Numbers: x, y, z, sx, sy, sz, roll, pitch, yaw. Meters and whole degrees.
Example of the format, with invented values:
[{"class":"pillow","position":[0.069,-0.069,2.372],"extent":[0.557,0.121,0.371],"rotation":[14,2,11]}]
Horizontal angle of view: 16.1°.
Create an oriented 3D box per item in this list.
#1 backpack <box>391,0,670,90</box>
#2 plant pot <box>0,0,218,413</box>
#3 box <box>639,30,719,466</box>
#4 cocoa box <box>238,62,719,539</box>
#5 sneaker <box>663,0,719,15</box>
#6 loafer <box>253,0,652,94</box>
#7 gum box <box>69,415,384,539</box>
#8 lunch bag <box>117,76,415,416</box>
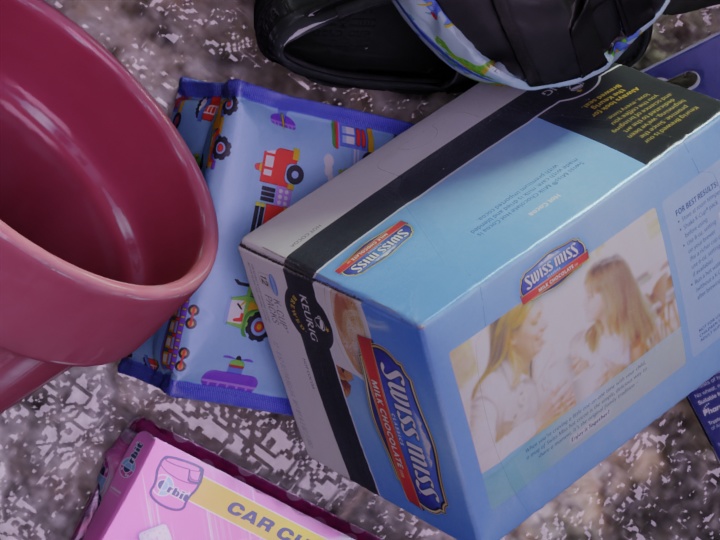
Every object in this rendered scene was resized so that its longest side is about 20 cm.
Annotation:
[{"class":"backpack","position":[0.058,-0.176,1.138],"extent":[0.163,0.154,0.200],"rotation":[-38,94,-14]},{"class":"plant pot","position":[-0.194,-0.010,1.147],"extent":[0.200,0.200,0.179],"rotation":[39,117,-13]},{"class":"box","position":[0.191,-0.015,1.284],"extent":[0.121,0.032,0.200],"rotation":[-26,96,15]},{"class":"cocoa box","position":[0.072,0.007,1.172],"extent":[0.200,0.131,0.134],"rotation":[-34,127,-26]},{"class":"sneaker","position":[0.235,-0.151,1.242],"extent":[0.200,0.071,0.099],"rotation":[-27,68,-23]},{"class":"loafer","position":[0.048,-0.113,1.245],"extent":[0.200,0.070,0.068],"rotation":[1,121,-11]},{"class":"gum box","position":[-0.056,0.165,1.260],"extent":[0.200,0.066,0.114],"rotation":[28,90,-13]},{"class":"lunch bag","position":[0.000,0.000,1.252],"extent":[0.200,0.094,0.151],"rotation":[12,91,-22]}]
